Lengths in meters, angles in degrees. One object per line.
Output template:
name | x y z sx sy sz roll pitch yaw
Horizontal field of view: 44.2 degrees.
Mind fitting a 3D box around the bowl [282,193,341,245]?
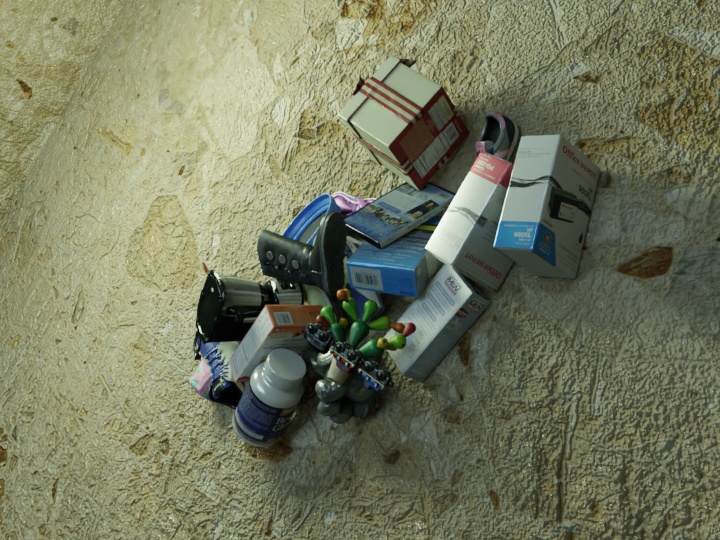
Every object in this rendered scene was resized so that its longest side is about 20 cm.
bowl | -0.116 -0.074 1.898 0.200 0.039 0.201 -43 22 22

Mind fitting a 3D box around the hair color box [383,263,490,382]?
hair color box | 0.135 0.095 1.624 0.201 0.060 0.099 -51 43 15

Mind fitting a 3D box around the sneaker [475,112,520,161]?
sneaker | 0.235 -0.198 1.650 0.070 0.082 0.203 0 71 45

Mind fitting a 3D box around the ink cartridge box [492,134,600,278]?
ink cartridge box | 0.313 -0.106 1.476 0.084 0.144 0.202 5 74 45

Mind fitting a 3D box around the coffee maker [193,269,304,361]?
coffee maker | -0.238 0.094 1.877 0.192 0.198 0.136 -52 44 43

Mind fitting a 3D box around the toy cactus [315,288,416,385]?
toy cactus | -0.010 0.125 1.608 0.198 0.102 0.166 21 74 25

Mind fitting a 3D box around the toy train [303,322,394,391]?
toy train | -0.023 0.155 1.555 0.199 0.034 0.046 32 101 27

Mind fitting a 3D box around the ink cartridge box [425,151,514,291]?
ink cartridge box | 0.225 -0.083 1.555 0.085 0.145 0.202 32 94 47

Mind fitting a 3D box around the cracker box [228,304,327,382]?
cracker box | -0.168 0.150 1.811 0.200 0.133 0.058 -53 50 40

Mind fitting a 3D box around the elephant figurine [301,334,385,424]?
elephant figurine | -0.037 0.179 1.712 0.153 0.143 0.201 -9 43 -3

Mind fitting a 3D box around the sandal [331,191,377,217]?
sandal | -0.016 -0.127 1.897 0.202 0.050 0.083 16 83 49

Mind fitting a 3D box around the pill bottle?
pill bottle | -0.179 0.253 1.785 0.201 0.110 0.112 -63 36 37

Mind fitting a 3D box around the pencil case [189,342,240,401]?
pencil case | -0.304 0.199 2.006 0.201 0.087 0.088 -52 43 15

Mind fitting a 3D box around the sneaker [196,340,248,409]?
sneaker | -0.289 0.217 1.897 0.080 0.115 0.200 -37 81 16

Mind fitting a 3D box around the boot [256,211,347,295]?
boot | -0.120 -0.051 1.749 0.199 0.065 0.167 18 112 41

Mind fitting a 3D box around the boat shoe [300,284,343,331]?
boat shoe | -0.078 0.056 1.858 0.201 0.060 0.072 51 132 46

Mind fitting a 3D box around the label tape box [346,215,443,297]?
label tape box | 0.081 -0.035 1.692 0.142 0.067 0.200 7 33 27

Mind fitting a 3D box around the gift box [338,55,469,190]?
gift box | 0.093 -0.302 1.768 0.200 0.185 0.186 -46 51 -8

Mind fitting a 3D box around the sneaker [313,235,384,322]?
sneaker | 0.000 -0.001 1.789 0.080 0.115 0.201 -40 76 32

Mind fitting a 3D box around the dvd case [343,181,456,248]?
dvd case | 0.075 -0.116 1.733 0.199 0.018 0.142 -32 34 -21
